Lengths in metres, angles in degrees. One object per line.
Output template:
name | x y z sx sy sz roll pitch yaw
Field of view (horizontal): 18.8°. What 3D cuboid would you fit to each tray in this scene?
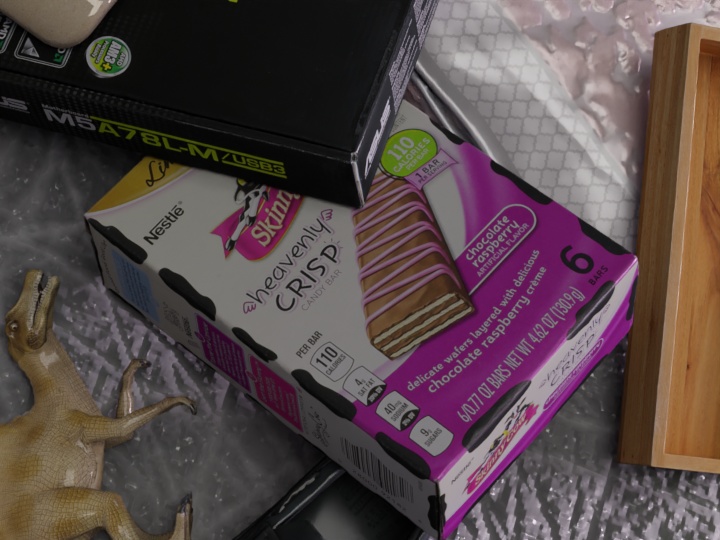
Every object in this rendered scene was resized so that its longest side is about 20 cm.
tray | 0.177 -0.006 1.011 0.098 0.037 0.202 8 84 -23

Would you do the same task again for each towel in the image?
towel | 0.122 -0.095 1.048 0.191 0.032 0.201 -36 89 -22

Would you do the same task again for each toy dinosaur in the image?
toy dinosaur | -0.122 0.102 0.919 0.100 0.058 0.201 3 66 0

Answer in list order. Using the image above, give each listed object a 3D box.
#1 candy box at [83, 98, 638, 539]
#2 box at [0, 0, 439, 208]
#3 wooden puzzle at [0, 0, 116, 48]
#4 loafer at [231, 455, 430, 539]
candy box | 0.000 0.000 0.929 0.199 0.061 0.136 34 66 22
box | -0.059 -0.140 0.952 0.192 0.048 0.201 14 65 16
wooden puzzle | -0.136 -0.223 0.923 0.185 0.046 0.201 35 72 1
loafer | -0.024 0.129 0.923 0.068 0.070 0.201 43 68 -1
